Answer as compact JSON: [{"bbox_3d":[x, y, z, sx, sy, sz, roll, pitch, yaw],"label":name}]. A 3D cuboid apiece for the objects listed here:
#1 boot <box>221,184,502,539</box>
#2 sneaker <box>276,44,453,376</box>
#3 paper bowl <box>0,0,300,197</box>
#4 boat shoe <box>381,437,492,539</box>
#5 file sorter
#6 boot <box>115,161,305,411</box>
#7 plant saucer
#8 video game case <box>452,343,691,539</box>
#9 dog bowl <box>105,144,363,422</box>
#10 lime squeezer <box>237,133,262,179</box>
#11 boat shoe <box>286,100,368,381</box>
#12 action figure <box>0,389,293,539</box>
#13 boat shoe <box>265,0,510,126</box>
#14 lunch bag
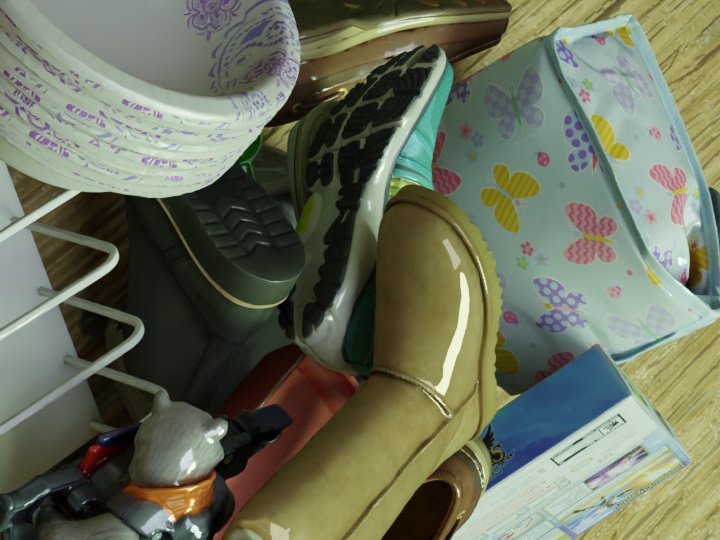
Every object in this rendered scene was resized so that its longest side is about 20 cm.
[{"bbox_3d":[-0.001,0.078,1.098,0.200,0.066,0.175,-44,134,-39],"label":"boot"},{"bbox_3d":[0.012,-0.034,1.209,0.080,0.077,0.200,32,67,-35],"label":"sneaker"},{"bbox_3d":[-0.138,-0.120,1.067,0.200,0.201,0.104,4,140,-44],"label":"paper bowl"},{"bbox_3d":[-0.004,0.170,1.232,0.072,0.068,0.200,40,107,-3],"label":"boat shoe"},{"bbox_3d":[-0.190,0.050,1.139,0.139,0.124,0.200,-35,122,-33],"label":"file sorter"},{"bbox_3d":[-0.120,-0.022,1.201,0.077,0.200,0.138,-2,139,-36],"label":"boot"},{"bbox_3d":[-0.067,0.147,1.265,0.200,0.037,0.200,-49,148,-10],"label":"plant saucer"},{"bbox_3d":[0.099,0.139,1.348,0.200,0.045,0.181,-34,154,7],"label":"video game case"},{"bbox_3d":[-0.060,0.025,1.306,0.200,0.059,0.200,-13,108,-43],"label":"dog bowl"},{"bbox_3d":[-0.072,-0.097,1.218,0.038,0.071,0.200,-6,105,-9],"label":"lime squeezer"},{"bbox_3d":[0.000,0.000,1.268,0.075,0.068,0.200,-20,92,-24],"label":"boat shoe"},{"bbox_3d":[-0.090,0.145,1.104,0.200,0.105,0.194,-23,133,-40],"label":"action figure"},{"bbox_3d":[0.006,-0.136,1.321,0.200,0.072,0.068,-15,120,-34],"label":"boat shoe"},{"bbox_3d":[0.127,-0.034,1.340,0.127,0.170,0.200,-15,79,-49],"label":"lunch bag"}]
